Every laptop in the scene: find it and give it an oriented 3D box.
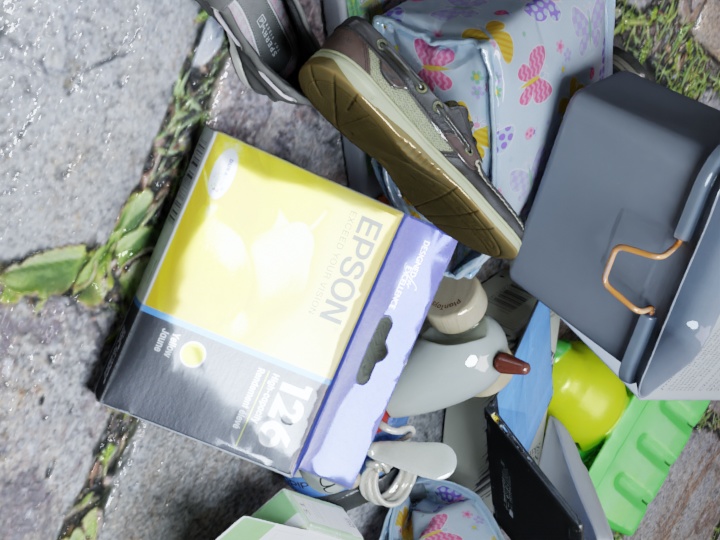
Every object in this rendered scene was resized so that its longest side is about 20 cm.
[{"bbox_3d":[0.166,0.152,1.481,0.115,0.200,0.188,-30,147,-13],"label":"laptop"}]

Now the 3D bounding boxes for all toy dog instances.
[{"bbox_3d":[0.053,0.101,1.356,0.132,0.096,0.201,31,90,-40],"label":"toy dog"}]

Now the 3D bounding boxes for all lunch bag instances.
[{"bbox_3d":[0.096,-0.113,1.315,0.169,0.126,0.201,-36,132,-40],"label":"lunch bag"},{"bbox_3d":[0.081,0.298,1.581,0.126,0.201,0.170,-18,132,-9],"label":"lunch bag"}]

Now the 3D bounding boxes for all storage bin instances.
[{"bbox_3d":[0.190,-0.033,1.255,0.145,0.134,0.201,-27,141,-50],"label":"storage bin"}]

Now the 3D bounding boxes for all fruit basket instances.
[{"bbox_3d":[0.214,0.133,1.731,0.214,0.155,0.218,-1,92,-22],"label":"fruit basket"}]

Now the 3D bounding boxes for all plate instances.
[{"bbox_3d":[0.186,0.264,1.601,0.032,0.200,0.201,2,118,-9],"label":"plate"}]

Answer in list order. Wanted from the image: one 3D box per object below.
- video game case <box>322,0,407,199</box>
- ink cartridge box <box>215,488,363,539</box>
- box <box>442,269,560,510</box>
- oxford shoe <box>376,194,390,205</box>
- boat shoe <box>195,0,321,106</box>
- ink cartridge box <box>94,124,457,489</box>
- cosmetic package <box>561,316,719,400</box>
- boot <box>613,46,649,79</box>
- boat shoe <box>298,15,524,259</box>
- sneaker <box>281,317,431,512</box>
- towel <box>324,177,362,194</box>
[{"bbox_3d":[0.046,-0.175,1.341,0.182,0.022,0.201,-43,143,-31],"label":"video game case"},{"bbox_3d":[-0.098,0.223,1.339,0.145,0.048,0.200,-41,150,11],"label":"ink cartridge box"},{"bbox_3d":[0.124,0.108,1.618,0.082,0.068,0.201,-33,137,-42],"label":"box"},{"bbox_3d":[0.000,0.000,1.333,0.199,0.073,0.072,-29,146,-28],"label":"oxford shoe"},{"bbox_3d":[-0.067,-0.175,1.139,0.067,0.057,0.200,-53,147,-16],"label":"boat shoe"},{"bbox_3d":[-0.051,0.032,1.217,0.199,0.047,0.199,22,94,-15],"label":"ink cartridge box"},{"bbox_3d":[0.278,-0.002,1.554,0.168,0.166,0.199,-53,151,18],"label":"cosmetic package"},{"bbox_3d":[0.182,-0.081,1.574,0.153,0.073,0.204,-38,144,-26],"label":"boot"},{"bbox_3d":[0.047,-0.087,1.191,0.200,0.073,0.065,44,67,-27],"label":"boat shoe"},{"bbox_3d":[0.017,0.110,1.448,0.200,0.076,0.112,-47,139,-19],"label":"sneaker"},{"bbox_3d":[-0.063,0.028,1.261,0.111,0.049,0.201,22,96,-21],"label":"towel"}]
